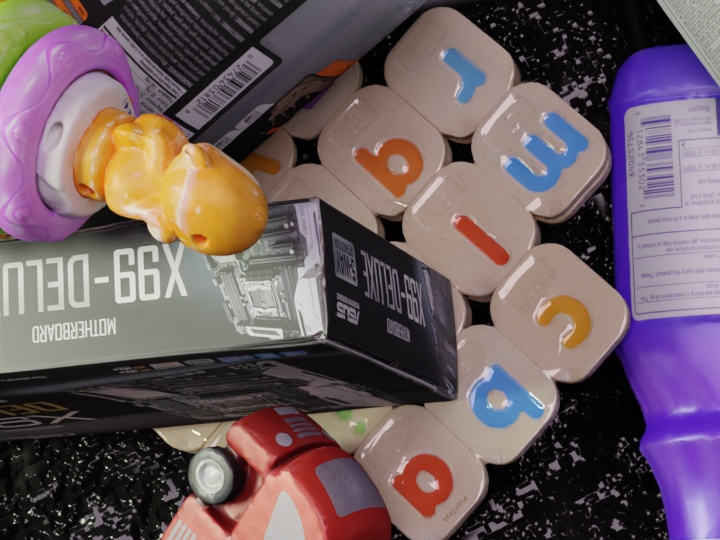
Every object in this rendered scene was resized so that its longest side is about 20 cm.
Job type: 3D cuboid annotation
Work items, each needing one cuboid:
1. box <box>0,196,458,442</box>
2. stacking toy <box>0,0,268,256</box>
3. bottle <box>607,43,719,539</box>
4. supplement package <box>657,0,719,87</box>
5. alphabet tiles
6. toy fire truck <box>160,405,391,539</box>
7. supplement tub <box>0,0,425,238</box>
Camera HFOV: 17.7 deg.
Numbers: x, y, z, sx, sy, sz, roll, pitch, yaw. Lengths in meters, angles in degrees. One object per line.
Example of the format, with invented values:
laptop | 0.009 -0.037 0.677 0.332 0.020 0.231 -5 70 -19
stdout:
box | -0.081 0.023 0.818 0.199 0.158 0.050 -6 78 16
stacking toy | -0.113 -0.048 0.728 0.199 0.116 0.110 19 55 24
bottle | 0.137 0.016 0.871 0.083 0.065 0.201 -3 79 8
supplement package | 0.200 -0.164 0.822 0.191 0.147 0.200 -28 78 -34
alphabet tiles | 0.000 0.000 0.889 0.196 0.015 0.200 42 93 23
toy fire truck | -0.036 0.166 0.833 0.141 0.049 0.200 42 111 24
supplement tub | -0.077 -0.092 0.853 0.200 0.122 0.123 -39 78 23
